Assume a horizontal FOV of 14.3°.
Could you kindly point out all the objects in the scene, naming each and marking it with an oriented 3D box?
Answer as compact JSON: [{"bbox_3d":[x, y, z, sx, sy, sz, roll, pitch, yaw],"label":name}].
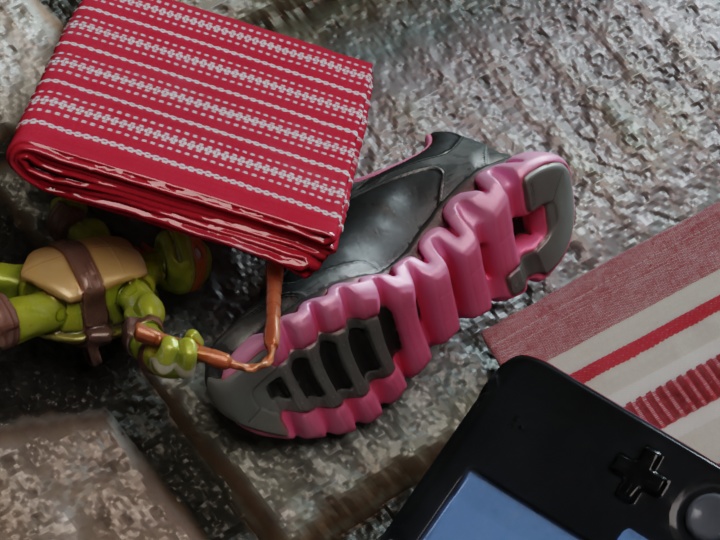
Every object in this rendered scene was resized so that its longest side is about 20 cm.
[{"bbox_3d":[-0.131,0.002,1.233,0.161,0.064,0.200,-11,42,-22],"label":"turtle figurine"},{"bbox_3d":[0.000,0.000,1.277,0.200,0.079,0.095,-33,46,-28],"label":"sneaker"},{"bbox_3d":[0.077,0.153,1.149,0.177,0.031,0.200,32,79,21],"label":"game console"},{"bbox_3d":[-0.070,-0.067,1.270,0.144,0.023,0.200,18,27,-3],"label":"towel"},{"bbox_3d":[0.151,0.063,1.227,0.144,0.023,0.200,-29,47,2],"label":"towel"}]
